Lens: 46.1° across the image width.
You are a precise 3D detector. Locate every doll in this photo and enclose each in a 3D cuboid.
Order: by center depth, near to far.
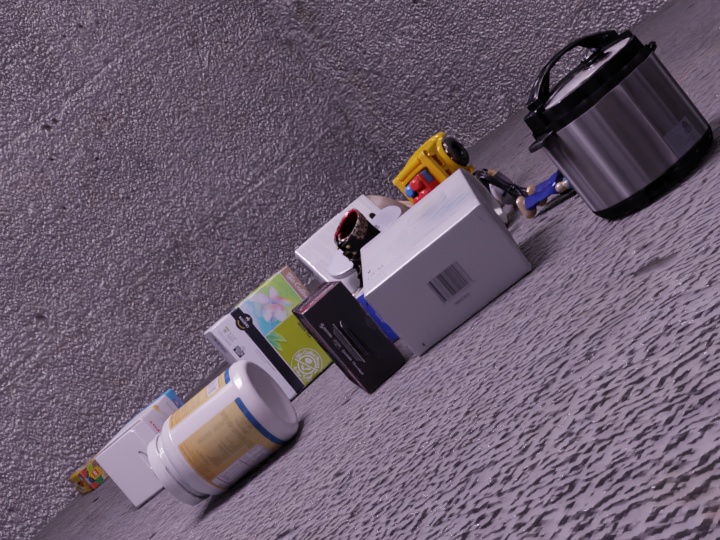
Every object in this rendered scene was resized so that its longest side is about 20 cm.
[{"bbox_3d":[0.338,-0.154,1.344,0.136,0.049,0.200,-45,7,-36],"label":"doll"}]

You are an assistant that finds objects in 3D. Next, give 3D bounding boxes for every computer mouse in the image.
[{"bbox_3d":[0.277,-0.149,1.599,0.044,0.109,0.200,-61,-10,7],"label":"computer mouse"}]

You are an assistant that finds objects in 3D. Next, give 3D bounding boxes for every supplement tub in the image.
[{"bbox_3d":[-0.211,0.249,1.297,0.200,0.145,0.145,-39,5,7],"label":"supplement tub"}]

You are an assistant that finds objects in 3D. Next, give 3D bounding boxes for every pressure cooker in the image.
[{"bbox_3d":[0.304,-0.188,1.032,0.178,0.200,0.176,-37,6,33],"label":"pressure cooker"}]

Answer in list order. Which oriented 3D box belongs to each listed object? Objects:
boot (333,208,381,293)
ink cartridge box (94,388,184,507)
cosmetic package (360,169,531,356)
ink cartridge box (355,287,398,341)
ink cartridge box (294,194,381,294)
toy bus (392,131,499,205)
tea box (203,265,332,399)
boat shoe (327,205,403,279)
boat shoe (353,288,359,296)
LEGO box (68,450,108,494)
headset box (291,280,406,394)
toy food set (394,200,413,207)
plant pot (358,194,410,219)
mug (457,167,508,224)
[{"bbox_3d":[-0.001,-0.001,1.603,0.073,0.154,0.204,-1,60,45],"label":"boot"},{"bbox_3d":[-0.453,0.386,1.863,0.146,0.147,0.200,-38,5,11],"label":"ink cartridge box"},{"bbox_3d":[0.112,-0.018,1.206,0.199,0.123,0.200,-39,15,11],"label":"cosmetic package"},{"bbox_3d":[0.058,0.040,1.438,0.044,0.094,0.200,-37,6,29],"label":"ink cartridge box"},{"bbox_3d":[-0.013,-0.044,1.778,0.200,0.162,0.050,-40,-23,-19],"label":"ink cartridge box"},{"bbox_3d":[0.166,-0.159,1.722,0.136,0.200,0.192,-43,1,32],"label":"toy bus"},{"bbox_3d":[-0.162,0.132,1.642,0.197,0.200,0.134,-42,5,-17],"label":"tea box"},{"bbox_3d":[0.021,-0.043,1.709,0.200,0.065,0.074,-41,44,-12],"label":"boat shoe"},{"bbox_3d":[0.019,0.057,1.710,0.200,0.071,0.069,-40,-1,-18],"label":"boat shoe"},{"bbox_3d":[-0.923,0.697,2.967,0.149,0.077,0.200,-44,6,-34],"label":"LEGO box"},{"bbox_3d":[-0.021,0.094,1.244,0.077,0.149,0.200,-41,6,-7],"label":"headset box"},{"bbox_3d":[0.118,-0.110,1.944,0.198,0.199,0.049,136,147,-73],"label":"toy food set"},{"bbox_3d":[0.039,-0.035,1.861,0.174,0.200,0.200,-62,14,-24],"label":"plant pot"},{"bbox_3d":[0.149,-0.068,1.543,0.200,0.134,0.178,-41,2,21],"label":"mug"}]
